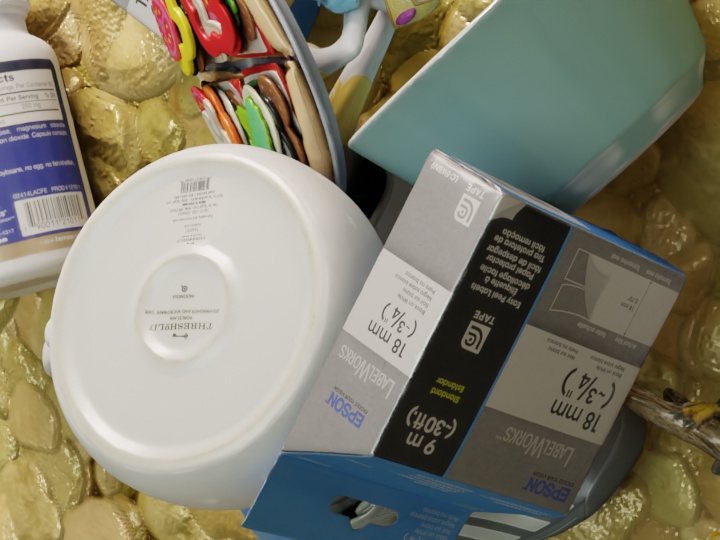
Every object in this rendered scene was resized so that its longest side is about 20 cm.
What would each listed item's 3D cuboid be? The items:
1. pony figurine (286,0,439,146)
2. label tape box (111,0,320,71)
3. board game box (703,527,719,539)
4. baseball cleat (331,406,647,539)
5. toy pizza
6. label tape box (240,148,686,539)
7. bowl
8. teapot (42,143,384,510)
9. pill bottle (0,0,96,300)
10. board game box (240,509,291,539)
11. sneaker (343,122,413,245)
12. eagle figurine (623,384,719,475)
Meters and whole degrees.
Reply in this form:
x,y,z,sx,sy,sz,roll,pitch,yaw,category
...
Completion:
x,y,z,sx,sy,sz,roll,pitch,yaw,category
0.021,-0.189,1.095,0.200,0.165,0.195,-38,46,48,pony figurine
-0.103,-0.221,1.262,0.199,0.066,0.144,36,116,26,label tape box
0.265,0.134,0.979,0.200,0.151,0.046,-45,27,26,board game box
0.058,0.117,1.131,0.199,0.106,0.070,-33,53,13,baseball cleat
-0.070,-0.110,1.130,0.201,0.032,0.201,54,161,27,toy pizza
0.052,0.062,0.995,0.063,0.144,0.201,34,99,47,label tape box
0.100,-0.094,1.067,0.105,0.201,0.201,48,123,0,bowl
-0.057,0.038,1.083,0.198,0.146,0.200,-48,59,8,teapot
-0.241,-0.085,1.351,0.115,0.115,0.202,-17,85,37,pill bottle
0.021,0.096,1.195,0.157,0.039,0.201,20,112,-10,board game box
0.000,0.000,1.201,0.074,0.087,0.202,17,107,33,sneaker
0.233,0.015,1.026,0.151,0.151,0.201,35,85,-15,eagle figurine
